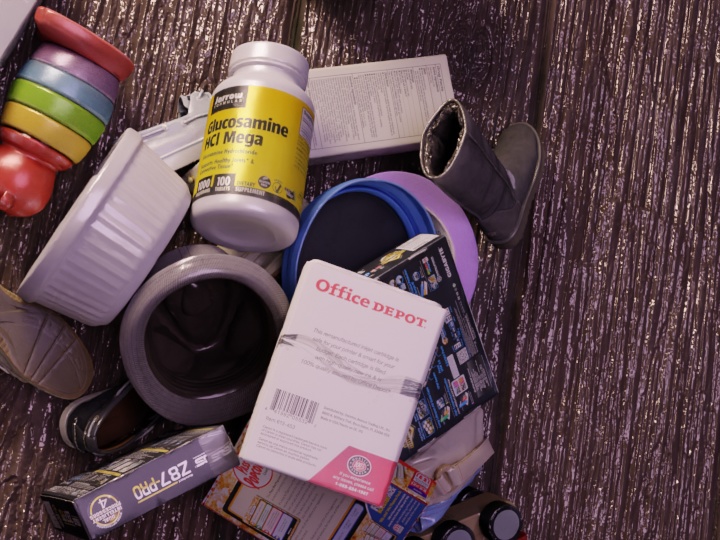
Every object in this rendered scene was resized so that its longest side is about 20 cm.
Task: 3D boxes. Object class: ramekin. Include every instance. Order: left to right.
[{"bbox_3d":[-0.251,-0.036,1.312,0.094,0.202,0.203,34,72,-13],"label":"ramekin"}]

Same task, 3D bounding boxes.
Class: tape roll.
[{"bbox_3d":[0.035,-0.010,1.509,0.199,0.066,0.201,3,82,-22],"label":"tape roll"}]

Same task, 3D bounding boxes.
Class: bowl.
[{"bbox_3d":[0.000,0.000,1.406,0.200,0.039,0.202,-6,99,-38],"label":"bowl"}]

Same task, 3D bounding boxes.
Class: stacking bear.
[{"bbox_3d":[-0.328,-0.151,1.351,0.113,0.121,0.201,27,83,-11],"label":"stacking bear"}]

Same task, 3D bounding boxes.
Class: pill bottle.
[{"bbox_3d":[-0.107,-0.130,1.350,0.112,0.112,0.201,15,67,-21],"label":"pill bottle"}]

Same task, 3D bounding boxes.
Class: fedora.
[{"bbox_3d":[-0.161,0.052,1.328,0.176,0.090,0.201,-22,129,-5],"label":"fedora"}]

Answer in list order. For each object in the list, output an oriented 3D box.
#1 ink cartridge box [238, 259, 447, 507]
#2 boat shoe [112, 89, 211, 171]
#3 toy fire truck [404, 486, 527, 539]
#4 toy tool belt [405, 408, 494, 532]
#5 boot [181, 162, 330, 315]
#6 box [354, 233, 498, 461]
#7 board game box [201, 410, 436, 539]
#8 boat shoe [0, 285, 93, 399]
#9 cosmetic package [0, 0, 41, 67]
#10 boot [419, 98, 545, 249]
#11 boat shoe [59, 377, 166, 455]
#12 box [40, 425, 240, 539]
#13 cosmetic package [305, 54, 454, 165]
[{"bbox_3d":[-0.018,0.109,1.262,0.144,0.084,0.201,20,82,-4],"label":"ink cartridge box"},{"bbox_3d":[-0.179,-0.161,1.431,0.200,0.070,0.072,-31,98,-22],"label":"boat shoe"},{"bbox_3d":[0.117,0.372,1.479,0.175,0.129,0.201,-17,102,-24],"label":"toy fire truck"},{"bbox_3d":[0.065,0.238,1.457,0.200,0.124,0.123,-37,129,-38],"label":"toy tool belt"},{"bbox_3d":[-0.151,-0.037,1.426,0.200,0.072,0.155,-39,85,1],"label":"boot"},{"bbox_3d":[0.054,0.083,1.399,0.159,0.046,0.201,-31,111,-31],"label":"box"},{"bbox_3d":[-0.044,0.231,1.348,0.199,0.046,0.152,32,116,2],"label":"board game box"},{"bbox_3d":[-0.364,0.062,1.340,0.200,0.063,0.073,37,67,-22],"label":"boat shoe"},{"bbox_3d":[-0.382,-0.270,1.338,0.090,0.107,0.201,35,70,-16],"label":"cosmetic package"},{"bbox_3d":[0.139,-0.137,1.507,0.200,0.072,0.183,39,51,-44],"label":"boot"},{"bbox_3d":[-0.216,0.135,1.375,0.200,0.067,0.072,-29,109,-33],"label":"boat shoe"},{"bbox_3d":[-0.224,0.208,1.299,0.161,0.200,0.049,-27,93,-24],"label":"box"},{"bbox_3d":[0.007,-0.185,1.512,0.199,0.073,0.104,-9,88,-24],"label":"cosmetic package"}]
